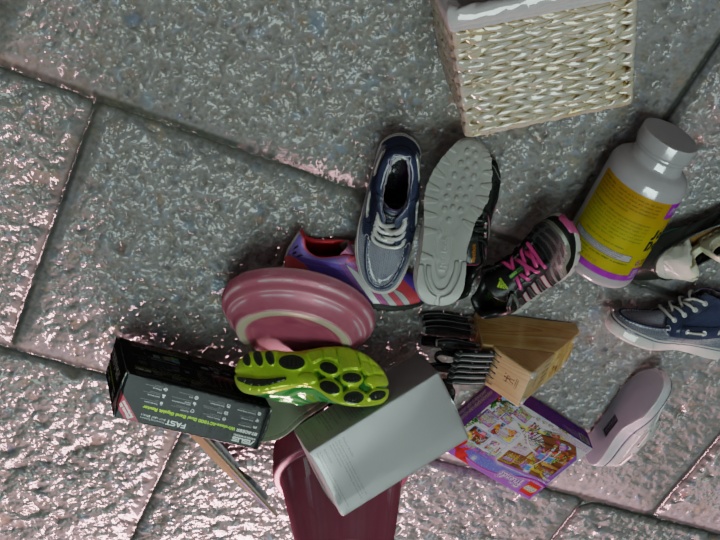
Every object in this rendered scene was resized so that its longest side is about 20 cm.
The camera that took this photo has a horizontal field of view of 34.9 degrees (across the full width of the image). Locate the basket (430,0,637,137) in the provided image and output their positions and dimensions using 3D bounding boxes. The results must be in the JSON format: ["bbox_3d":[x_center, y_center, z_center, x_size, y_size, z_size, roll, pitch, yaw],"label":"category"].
[{"bbox_3d":[0.175,-0.270,1.195,0.198,0.199,0.162,-13,132,2],"label":"basket"}]

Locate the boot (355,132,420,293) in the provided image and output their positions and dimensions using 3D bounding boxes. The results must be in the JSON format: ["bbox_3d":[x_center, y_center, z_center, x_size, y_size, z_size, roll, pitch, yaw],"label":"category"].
[{"bbox_3d":[0.031,-0.057,1.360,0.072,0.090,0.202,6,110,1],"label":"boot"}]

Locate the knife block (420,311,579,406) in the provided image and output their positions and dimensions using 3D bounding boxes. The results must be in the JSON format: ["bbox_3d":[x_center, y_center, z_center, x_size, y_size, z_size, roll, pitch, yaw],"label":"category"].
[{"bbox_3d":[0.180,0.096,1.569,0.199,0.175,0.064,-30,147,-44],"label":"knife block"}]

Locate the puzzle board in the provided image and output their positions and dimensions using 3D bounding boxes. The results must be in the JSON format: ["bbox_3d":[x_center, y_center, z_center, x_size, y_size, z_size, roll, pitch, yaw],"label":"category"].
[{"bbox_3d":[-0.199,0.250,1.584,0.017,0.150,0.201,-46,127,-14],"label":"puzzle board"}]

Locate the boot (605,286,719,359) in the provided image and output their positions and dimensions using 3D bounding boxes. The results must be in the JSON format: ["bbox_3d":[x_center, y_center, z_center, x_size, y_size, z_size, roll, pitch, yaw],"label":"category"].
[{"bbox_3d":[0.434,0.059,1.567,0.198,0.073,0.091,9,119,-24],"label":"boot"}]

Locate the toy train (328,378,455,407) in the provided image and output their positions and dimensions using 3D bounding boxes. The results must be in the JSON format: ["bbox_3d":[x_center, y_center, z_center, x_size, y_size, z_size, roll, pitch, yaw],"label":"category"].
[{"bbox_3d":[0.039,0.195,1.634,0.198,0.034,0.046,-13,138,3],"label":"toy train"}]

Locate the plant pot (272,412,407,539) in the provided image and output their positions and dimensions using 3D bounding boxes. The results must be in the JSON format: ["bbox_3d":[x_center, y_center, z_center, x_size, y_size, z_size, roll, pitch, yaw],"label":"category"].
[{"bbox_3d":[-0.024,0.324,1.606,0.197,0.181,0.201,-3,141,-2],"label":"plant pot"}]

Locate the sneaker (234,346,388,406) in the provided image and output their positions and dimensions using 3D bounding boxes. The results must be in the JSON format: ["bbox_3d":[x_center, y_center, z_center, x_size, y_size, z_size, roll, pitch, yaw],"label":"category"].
[{"bbox_3d":[-0.059,0.135,1.463,0.197,0.075,0.084,6,169,8],"label":"sneaker"}]

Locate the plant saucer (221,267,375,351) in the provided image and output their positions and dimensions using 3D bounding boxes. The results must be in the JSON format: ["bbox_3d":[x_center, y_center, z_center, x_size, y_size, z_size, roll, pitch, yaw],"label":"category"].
[{"bbox_3d":[-0.082,0.067,1.459,0.198,0.051,0.201,7,150,4],"label":"plant saucer"}]

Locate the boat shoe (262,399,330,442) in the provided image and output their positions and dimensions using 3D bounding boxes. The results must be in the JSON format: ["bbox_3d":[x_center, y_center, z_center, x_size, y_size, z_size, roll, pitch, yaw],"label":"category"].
[{"bbox_3d":[-0.090,0.180,1.578,0.200,0.060,0.072,-30,85,35],"label":"boat shoe"}]

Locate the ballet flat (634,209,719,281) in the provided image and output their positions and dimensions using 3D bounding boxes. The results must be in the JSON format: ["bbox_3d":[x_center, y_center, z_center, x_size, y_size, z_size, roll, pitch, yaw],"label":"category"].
[{"bbox_3d":[0.441,-0.031,1.491,0.199,0.069,0.068,-30,126,15],"label":"ballet flat"}]

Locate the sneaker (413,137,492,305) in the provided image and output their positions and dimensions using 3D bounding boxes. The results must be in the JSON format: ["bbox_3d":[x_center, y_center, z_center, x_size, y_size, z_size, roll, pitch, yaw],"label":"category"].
[{"bbox_3d":[0.102,-0.059,1.360,0.076,0.081,0.202,17,91,-3],"label":"sneaker"}]

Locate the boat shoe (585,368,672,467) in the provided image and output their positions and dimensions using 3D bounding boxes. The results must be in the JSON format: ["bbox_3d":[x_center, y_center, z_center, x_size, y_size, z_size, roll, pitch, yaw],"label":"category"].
[{"bbox_3d":[0.405,0.218,1.684,0.065,0.074,0.201,12,135,-22],"label":"boat shoe"}]

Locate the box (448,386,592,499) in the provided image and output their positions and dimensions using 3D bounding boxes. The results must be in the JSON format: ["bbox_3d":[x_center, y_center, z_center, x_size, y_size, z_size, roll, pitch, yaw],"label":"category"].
[{"bbox_3d":[0.228,0.251,1.696,0.199,0.039,0.137,33,116,-28],"label":"box"}]

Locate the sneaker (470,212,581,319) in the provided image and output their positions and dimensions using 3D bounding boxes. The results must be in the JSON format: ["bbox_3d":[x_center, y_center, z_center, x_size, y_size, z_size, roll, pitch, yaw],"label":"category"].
[{"bbox_3d":[0.203,0.004,1.441,0.087,0.074,0.200,-22,161,-35],"label":"sneaker"}]

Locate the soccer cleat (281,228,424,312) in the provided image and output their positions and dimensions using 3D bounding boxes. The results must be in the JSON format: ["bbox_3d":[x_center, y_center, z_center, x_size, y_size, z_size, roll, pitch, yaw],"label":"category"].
[{"bbox_3d":[0.000,0.000,1.460,0.198,0.068,0.074,11,121,-13],"label":"soccer cleat"}]

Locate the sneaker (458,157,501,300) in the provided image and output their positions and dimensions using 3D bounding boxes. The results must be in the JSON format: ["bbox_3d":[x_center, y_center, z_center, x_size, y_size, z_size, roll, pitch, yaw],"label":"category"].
[{"bbox_3d":[0.138,-0.048,1.426,0.079,0.087,0.202,-1,127,-9],"label":"sneaker"}]

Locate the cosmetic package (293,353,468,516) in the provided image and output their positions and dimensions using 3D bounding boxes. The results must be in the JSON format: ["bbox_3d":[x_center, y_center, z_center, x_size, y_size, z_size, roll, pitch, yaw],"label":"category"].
[{"bbox_3d":[0.028,0.211,1.488,0.199,0.081,0.114,-29,113,-11],"label":"cosmetic package"}]

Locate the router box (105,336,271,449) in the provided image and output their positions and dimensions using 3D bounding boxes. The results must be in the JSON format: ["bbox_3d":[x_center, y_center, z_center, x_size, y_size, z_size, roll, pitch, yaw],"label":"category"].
[{"bbox_3d":[-0.227,0.159,1.490,0.198,0.150,0.063,17,99,-19],"label":"router box"}]

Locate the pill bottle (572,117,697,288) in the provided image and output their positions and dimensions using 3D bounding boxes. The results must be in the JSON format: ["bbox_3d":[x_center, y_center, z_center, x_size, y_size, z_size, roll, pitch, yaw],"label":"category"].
[{"bbox_3d":[0.334,-0.084,1.413,0.103,0.105,0.201,13,125,-17],"label":"pill bottle"}]
